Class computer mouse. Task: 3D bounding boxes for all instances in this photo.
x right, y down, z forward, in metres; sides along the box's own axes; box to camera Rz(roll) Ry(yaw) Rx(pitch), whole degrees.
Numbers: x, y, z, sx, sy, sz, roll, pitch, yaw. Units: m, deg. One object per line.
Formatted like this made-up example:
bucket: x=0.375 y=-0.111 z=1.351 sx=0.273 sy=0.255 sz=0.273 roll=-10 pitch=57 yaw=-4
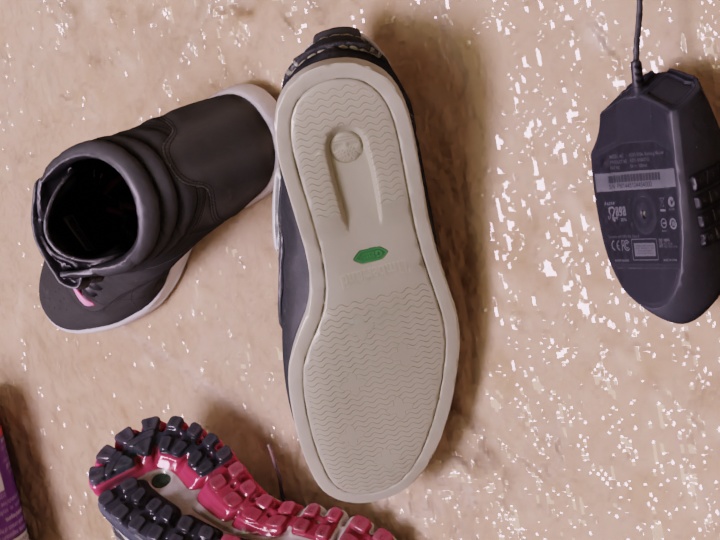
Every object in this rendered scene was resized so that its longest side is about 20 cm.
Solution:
computer mouse: x=0.110 y=-0.081 z=0.809 sx=0.059 sy=0.034 sz=0.202 roll=5 pitch=103 yaw=61

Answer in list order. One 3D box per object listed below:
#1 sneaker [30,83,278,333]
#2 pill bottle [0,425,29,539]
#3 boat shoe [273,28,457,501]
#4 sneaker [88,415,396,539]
sneaker: x=-0.122 y=-0.018 z=1.007 sx=0.200 sy=0.099 sz=0.071 roll=-36 pitch=79 yaw=46
pill bottle: x=-0.224 y=0.171 z=1.163 sx=0.111 sy=0.111 sz=0.202 roll=-8 pitch=98 yaw=46
boat shoe: x=0.000 y=0.000 z=0.920 sx=0.068 sy=0.071 sz=0.201 roll=-106 pitch=10 yaw=-66
sneaker: x=-0.036 y=0.141 z=1.001 sx=0.200 sy=0.081 sz=0.075 roll=35 pitch=154 yaw=32
